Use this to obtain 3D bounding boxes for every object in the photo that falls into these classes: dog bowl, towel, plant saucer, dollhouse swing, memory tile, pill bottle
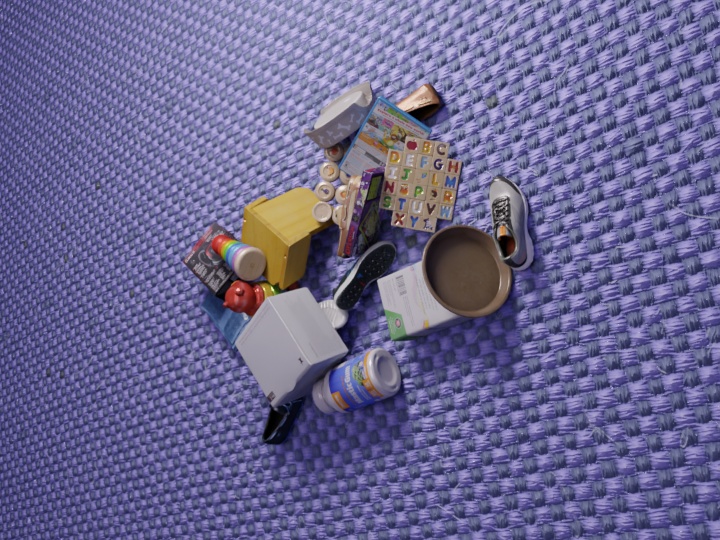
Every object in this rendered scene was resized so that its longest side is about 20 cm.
[{"bbox_3d":[-0.042,-0.369,1.698,0.199,0.059,0.200,-32,23,15],"label":"dog bowl"},{"bbox_3d":[-0.365,0.121,1.974,0.200,0.048,0.112,47,112,33],"label":"towel"},{"bbox_3d":[0.215,0.003,1.452,0.029,0.198,0.202,128,131,-64],"label":"plant saucer"},{"bbox_3d":[-0.176,-0.089,1.808,0.200,0.175,0.183,38,130,35],"label":"dollhouse swing"},{"bbox_3d":[-0.031,-0.207,1.715,0.152,0.017,0.202,11,93,7],"label":"memory tile"},{"bbox_3d":[-0.014,0.263,1.636,0.199,0.112,0.113,-28,68,33],"label":"pill bottle"}]

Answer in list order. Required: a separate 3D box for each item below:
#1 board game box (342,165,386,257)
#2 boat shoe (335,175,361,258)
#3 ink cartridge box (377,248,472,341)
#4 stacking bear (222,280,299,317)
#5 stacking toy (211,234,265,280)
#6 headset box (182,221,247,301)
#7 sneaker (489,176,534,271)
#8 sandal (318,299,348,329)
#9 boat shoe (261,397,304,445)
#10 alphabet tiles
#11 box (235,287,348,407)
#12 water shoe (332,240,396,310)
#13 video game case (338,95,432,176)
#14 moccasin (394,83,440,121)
[{"bbox_3d":[0.020,-0.137,1.622,0.032,0.120,0.201,26,114,26],"label":"board game box"},{"bbox_3d":[-0.019,-0.130,1.675,0.073,0.076,0.201,24,103,21],"label":"boat shoe"},{"bbox_3d":[0.151,0.057,1.544,0.199,0.087,0.146,-25,70,35],"label":"ink cartridge box"},{"bbox_3d":[-0.257,0.072,1.795,0.121,0.199,0.114,-34,65,30],"label":"stacking bear"},{"bbox_3d":[-0.323,-0.041,1.807,0.200,0.085,0.086,26,101,49],"label":"stacking toy"},{"bbox_3d":[-0.391,-0.028,1.970,0.200,0.075,0.149,38,90,34],"label":"headset box"},{"bbox_3d":[0.302,-0.101,1.447,0.074,0.079,0.202,-22,70,36],"label":"sneaker"},{"bbox_3d":[-0.095,0.122,1.761,0.202,0.050,0.083,-11,62,42],"label":"sandal"},{"bbox_3d":[-0.194,0.352,1.796,0.084,0.068,0.202,15,92,38],"label":"boat shoe"},{"bbox_3d":[0.133,-0.191,1.575,0.165,0.006,0.202,10,91,3],"label":"alphabet tiles"},{"bbox_3d":[-0.168,0.184,1.699,0.201,0.130,0.199,55,129,18],"label":"box"},{"bbox_3d":[0.000,0.000,1.677,0.200,0.071,0.079,-48,26,5],"label":"water shoe"},{"bbox_3d":[0.054,-0.279,1.636,0.143,0.018,0.201,33,120,0],"label":"video game case"},{"bbox_3d":[0.102,-0.345,1.644,0.201,0.074,0.078,-29,59,22],"label":"moccasin"}]
